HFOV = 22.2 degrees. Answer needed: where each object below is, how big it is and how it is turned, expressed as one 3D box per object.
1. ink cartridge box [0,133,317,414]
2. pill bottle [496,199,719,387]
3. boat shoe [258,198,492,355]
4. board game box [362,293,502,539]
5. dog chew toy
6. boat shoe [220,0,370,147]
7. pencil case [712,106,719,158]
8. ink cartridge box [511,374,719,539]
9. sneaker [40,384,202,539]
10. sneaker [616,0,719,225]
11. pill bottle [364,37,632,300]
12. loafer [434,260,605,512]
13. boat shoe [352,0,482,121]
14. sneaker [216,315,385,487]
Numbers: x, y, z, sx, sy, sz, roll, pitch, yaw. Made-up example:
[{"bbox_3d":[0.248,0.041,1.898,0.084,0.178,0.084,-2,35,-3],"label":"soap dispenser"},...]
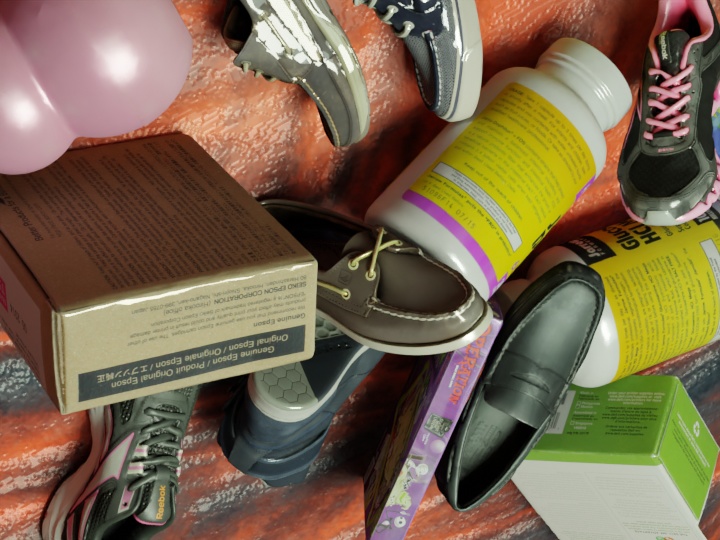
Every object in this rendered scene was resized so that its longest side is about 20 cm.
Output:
[{"bbox_3d":[-0.142,-0.005,1.125,0.165,0.200,0.075,-12,122,-24],"label":"ink cartridge box"},{"bbox_3d":[0.200,0.022,1.408,0.200,0.112,0.113,-20,126,-20],"label":"pill bottle"},{"bbox_3d":[0.000,0.000,1.221,0.072,0.200,0.060,-43,132,-27],"label":"boat shoe"},{"bbox_3d":[0.051,0.099,1.362,0.032,0.120,0.200,22,108,-4],"label":"board game box"},{"bbox_3d":[-0.201,-0.114,1.082,0.200,0.125,0.125,-31,130,-2],"label":"dog chew toy"},{"bbox_3d":[-0.056,-0.161,1.178,0.073,0.075,0.200,-27,120,-3],"label":"boat shoe"},{"bbox_3d":[0.313,-0.143,1.399,0.200,0.087,0.078,-43,165,-1],"label":"pencil case"},{"bbox_3d":[0.214,0.170,1.478,0.200,0.148,0.076,53,48,-41],"label":"ink cartridge box"},{"bbox_3d":[-0.149,0.137,1.280,0.080,0.086,0.200,7,112,-36],"label":"sneaker"},{"bbox_3d":[0.221,-0.122,1.306,0.095,0.079,0.200,66,32,-46],"label":"sneaker"},{"bbox_3d":[0.102,-0.071,1.286,0.200,0.104,0.104,-47,132,-18],"label":"pill bottle"},{"bbox_3d":[0.116,0.086,1.309,0.068,0.070,0.201,25,110,-12],"label":"loafer"},{"bbox_3d":[0.022,-0.185,1.210,0.093,0.075,0.200,-16,116,-16],"label":"boat shoe"},{"bbox_3d":[-0.027,0.069,1.328,0.202,0.077,0.146,-42,164,-38],"label":"sneaker"}]
